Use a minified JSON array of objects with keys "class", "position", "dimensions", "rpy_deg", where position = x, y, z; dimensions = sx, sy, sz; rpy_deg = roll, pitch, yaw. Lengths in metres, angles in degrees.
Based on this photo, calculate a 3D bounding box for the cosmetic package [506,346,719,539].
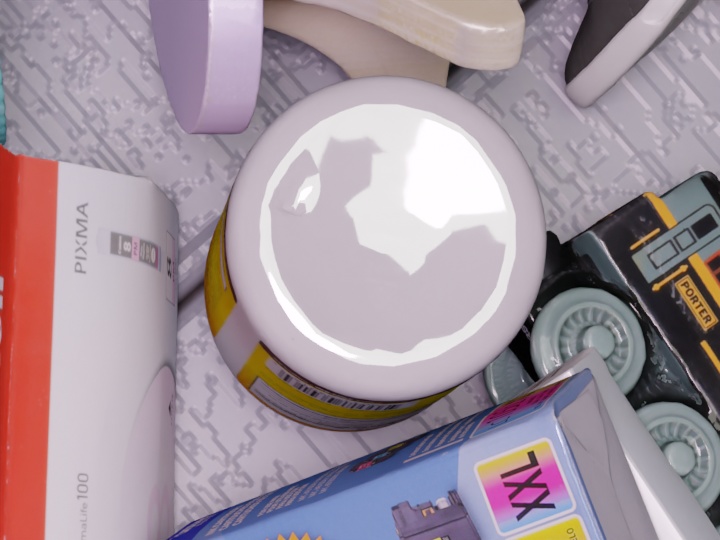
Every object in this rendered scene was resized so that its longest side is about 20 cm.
[{"class":"cosmetic package","position":[0.044,0.146,1.100],"dimensions":[0.200,0.052,0.151],"rpy_deg":[-35,89,18]}]

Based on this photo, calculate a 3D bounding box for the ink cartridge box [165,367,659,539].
[{"class":"ink cartridge box","position":[0.010,0.136,1.043],"dimensions":[0.199,0.076,0.137],"rpy_deg":[-22,91,19]}]

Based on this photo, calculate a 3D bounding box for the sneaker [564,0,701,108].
[{"class":"sneaker","position":[0.107,-0.157,1.139],"dimensions":[0.099,0.200,0.071],"rpy_deg":[36,38,6]}]

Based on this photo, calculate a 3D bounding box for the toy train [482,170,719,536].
[{"class":"toy train","position":[0.133,0.059,1.149],"dimensions":[0.114,0.085,0.200],"rpy_deg":[-33,88,-19]}]

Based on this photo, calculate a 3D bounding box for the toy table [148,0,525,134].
[{"class":"toy table","position":[-0.015,-0.129,1.115],"dimensions":[0.116,0.184,0.201],"rpy_deg":[-2,50,-12]}]

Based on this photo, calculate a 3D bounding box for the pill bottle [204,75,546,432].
[{"class":"pill bottle","position":[0.000,0.000,1.078],"dimensions":[0.109,0.200,0.110],"rpy_deg":[1,83,-6]}]

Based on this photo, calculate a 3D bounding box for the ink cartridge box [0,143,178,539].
[{"class":"ink cartridge box","position":[-0.100,0.043,1.061],"dimensions":[0.057,0.200,0.164],"rpy_deg":[1,83,1]}]

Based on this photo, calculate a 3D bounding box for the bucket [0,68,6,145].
[{"class":"bucket","position":[-0.205,-0.123,1.075],"dimensions":[0.134,0.207,0.208],"rpy_deg":[-7,84,-10]}]
